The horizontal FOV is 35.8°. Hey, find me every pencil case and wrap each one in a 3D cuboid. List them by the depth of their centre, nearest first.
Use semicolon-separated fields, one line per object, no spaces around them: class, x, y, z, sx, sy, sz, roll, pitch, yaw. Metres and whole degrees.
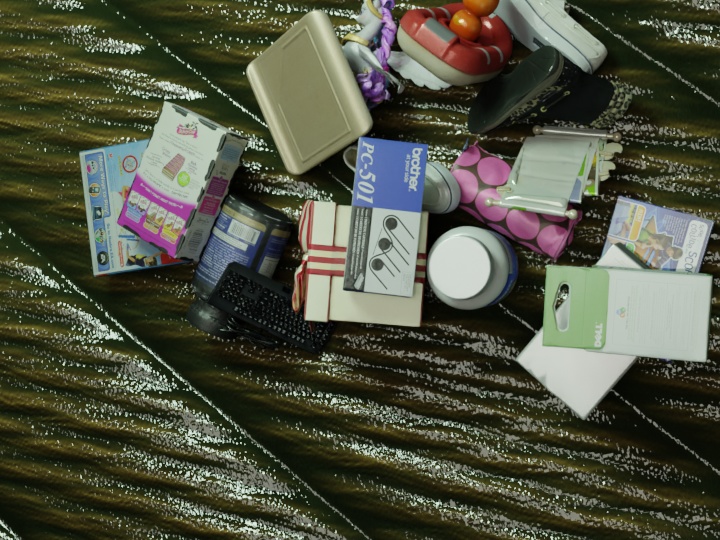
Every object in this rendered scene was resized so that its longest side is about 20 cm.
pencil case;0.216;-0.100;1.564;0.199;0.091;0.094;35;59;13

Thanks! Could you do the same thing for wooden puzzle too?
wooden puzzle;-0.073;-0.253;1.607;0.199;0.037;0.186;-24;90;51

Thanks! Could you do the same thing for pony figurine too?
pony figurine;0.017;-0.290;1.601;0.193;0.166;0.200;50;120;22

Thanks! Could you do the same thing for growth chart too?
growth chart;0.270;-0.138;1.513;0.144;0.200;0.018;14;137;23

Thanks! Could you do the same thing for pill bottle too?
pill bottle;0.151;-0.003;1.518;0.111;0.200;0.113;0;91;15
pill bottle;-0.187;-0.004;1.675;0.111;0.112;0.201;26;98;16

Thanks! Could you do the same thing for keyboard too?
keyboard;-0.130;0.073;1.636;0.199;0.040;0.105;27;101;-24

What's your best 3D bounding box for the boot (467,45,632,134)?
boot;0.257;-0.223;1.536;0.203;0.153;0.074;-32;48;54

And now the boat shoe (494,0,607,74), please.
boat shoe;0.262;-0.350;1.561;0.070;0.071;0.200;-41;73;-14

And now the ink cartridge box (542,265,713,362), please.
ink cartridge box;0.329;0.050;1.374;0.198;0.059;0.105;4;94;15

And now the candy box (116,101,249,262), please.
candy box;-0.265;-0.132;1.654;0.136;0.061;0.201;29;100;30

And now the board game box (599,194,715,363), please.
board game box;0.392;0.011;1.529;0.134;0.034;0.202;18;96;17

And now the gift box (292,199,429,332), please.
gift box;0.000;0.000;1.583;0.185;0.200;0.186;5;85;2

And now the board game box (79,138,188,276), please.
board game box;-0.334;-0.102;1.751;0.194;0.056;0.202;-8;88;17

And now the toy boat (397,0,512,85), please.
toy boat;0.146;-0.337;1.517;0.130;0.200;0.131;39;117;13

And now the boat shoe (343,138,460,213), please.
boat shoe;0.047;-0.134;1.575;0.202;0.086;0.075;36;126;37

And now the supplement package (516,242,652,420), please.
supplement package;0.319;0.077;1.473;0.121;0.120;0.200;41;103;10

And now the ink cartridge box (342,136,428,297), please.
ink cartridge box;0.032;-0.069;1.466;0.093;0.044;0.202;6;87;0
